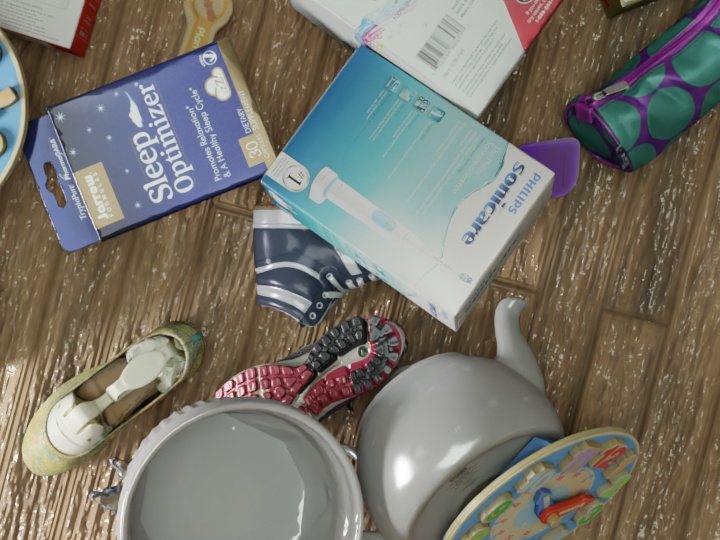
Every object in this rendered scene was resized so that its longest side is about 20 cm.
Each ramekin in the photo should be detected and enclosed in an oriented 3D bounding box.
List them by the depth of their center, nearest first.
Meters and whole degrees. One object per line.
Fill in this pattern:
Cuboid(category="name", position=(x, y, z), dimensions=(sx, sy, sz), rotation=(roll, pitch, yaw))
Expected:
Cuboid(category="ramekin", position=(-0.106, 0.197, 1.118), dimensions=(0.199, 0.105, 0.201), rotation=(-1, 95, -18))

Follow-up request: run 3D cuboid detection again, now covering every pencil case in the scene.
Cuboid(category="pencil case", position=(0.282, -0.176, 1.211), dimensions=(0.200, 0.092, 0.085), rotation=(-41, 49, -2))

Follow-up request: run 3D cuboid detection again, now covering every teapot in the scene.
Cuboid(category="teapot", position=(0.067, 0.145, 1.183), dimensions=(0.199, 0.198, 0.146), rotation=(-15, 50, -32))

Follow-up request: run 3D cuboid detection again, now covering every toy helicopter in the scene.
Cuboid(category="toy helicopter", position=(-0.147, -0.158, 1.207), dimensions=(0.132, 0.079, 0.201), rotation=(16, 88, -4))

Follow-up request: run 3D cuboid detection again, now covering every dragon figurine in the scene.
Cuboid(category="dragon figurine", position=(-0.140, 0.218, 1.219), dimensions=(0.199, 0.099, 0.059), rotation=(20, 89, -21))

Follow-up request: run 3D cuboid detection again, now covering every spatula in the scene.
Cuboid(category="spatula", position=(0.101, -0.091, 1.239), dimensions=(0.199, 0.021, 0.057), rotation=(-1, 113, 2))

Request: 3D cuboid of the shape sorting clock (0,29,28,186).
Cuboid(category="shape sorting clock", position=(-0.375, -0.136, 1.137), dimensions=(0.199, 0.039, 0.201), rotation=(1, 93, 12))

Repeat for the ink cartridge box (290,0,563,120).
Cuboid(category="ink cartridge box", position=(0.055, -0.239, 1.175), dimensions=(0.200, 0.145, 0.146), rotation=(37, 90, -2))

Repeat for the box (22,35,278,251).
Cuboid(category="box", position=(-0.180, -0.105, 1.148), dimensions=(0.199, 0.032, 0.122), rotation=(-23, 92, -3))

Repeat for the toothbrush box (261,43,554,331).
Cuboid(category="toothbrush box", position=(0.041, -0.068, 1.138), dimensions=(0.200, 0.085, 0.147), rotation=(34, 84, 11))

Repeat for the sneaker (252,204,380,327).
Cuboid(category="sneaker", position=(0.000, 0.000, 1.214), dimensions=(0.199, 0.070, 0.109), rotation=(4, 88, 4))

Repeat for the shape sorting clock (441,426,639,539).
Cuboid(category="shape sorting clock", position=(0.157, 0.204, 1.170), dimensions=(0.200, 0.200, 0.039), rotation=(-37, 56, -1))

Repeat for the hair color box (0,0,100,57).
Cuboid(category="hair color box", position=(-0.275, -0.303, 1.206), dimensions=(0.110, 0.064, 0.201), rotation=(17, 92, -1))

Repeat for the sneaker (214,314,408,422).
Cuboid(category="sneaker", position=(-0.044, 0.108, 1.218), dimensions=(0.199, 0.075, 0.081), rotation=(-27, 82, 12))

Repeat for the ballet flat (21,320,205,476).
Cuboid(category="ballet flat", position=(-0.225, 0.114, 1.212), dimensions=(0.200, 0.071, 0.071), rotation=(-36, 92, -1))

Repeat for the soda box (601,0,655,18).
Cuboid(category="soda box", position=(0.309, -0.297, 1.222), dimensions=(0.199, 0.064, 0.068), rotation=(-21, 91, -2))
